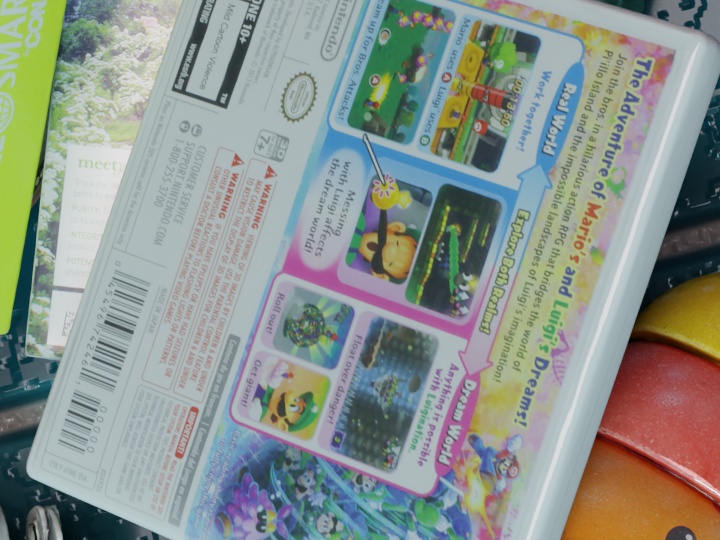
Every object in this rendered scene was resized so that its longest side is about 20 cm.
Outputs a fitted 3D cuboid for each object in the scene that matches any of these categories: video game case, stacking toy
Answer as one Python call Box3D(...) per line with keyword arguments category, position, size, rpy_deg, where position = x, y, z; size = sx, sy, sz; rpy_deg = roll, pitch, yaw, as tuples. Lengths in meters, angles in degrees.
Box3D(category="video game case", position=(0.000, 0.000, 0.892), size=(0.182, 0.024, 0.201), rpy_deg=(20, 91, 29))
Box3D(category="stacking toy", position=(0.117, 0.049, 0.941), size=(0.146, 0.146, 0.200), rpy_deg=(30, 78, 10))

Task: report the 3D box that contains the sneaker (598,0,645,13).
Box3D(category="sneaker", position=(0.043, -0.072, 0.973), size=(0.087, 0.074, 0.201), rpy_deg=(13, 92, 16))

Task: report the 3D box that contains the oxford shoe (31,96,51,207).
Box3D(category="oxford shoe", position=(-0.127, -0.113, 1.002), size=(0.071, 0.074, 0.201), rpy_deg=(8, 92, 6))

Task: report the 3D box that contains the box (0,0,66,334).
Box3D(category="box", position=(-0.151, -0.089, 0.962), size=(0.122, 0.048, 0.201), rpy_deg=(35, 122, 39))

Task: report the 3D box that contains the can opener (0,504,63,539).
Box3D(category="can opener", position=(-0.121, 0.180, 0.999), size=(0.067, 0.053, 0.201), rpy_deg=(0, 88, -18))

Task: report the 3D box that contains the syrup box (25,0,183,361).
Box3D(category="syrup box", position=(-0.058, -0.064, 0.985), size=(0.078, 0.081, 0.201), rpy_deg=(5, 88, 10))
